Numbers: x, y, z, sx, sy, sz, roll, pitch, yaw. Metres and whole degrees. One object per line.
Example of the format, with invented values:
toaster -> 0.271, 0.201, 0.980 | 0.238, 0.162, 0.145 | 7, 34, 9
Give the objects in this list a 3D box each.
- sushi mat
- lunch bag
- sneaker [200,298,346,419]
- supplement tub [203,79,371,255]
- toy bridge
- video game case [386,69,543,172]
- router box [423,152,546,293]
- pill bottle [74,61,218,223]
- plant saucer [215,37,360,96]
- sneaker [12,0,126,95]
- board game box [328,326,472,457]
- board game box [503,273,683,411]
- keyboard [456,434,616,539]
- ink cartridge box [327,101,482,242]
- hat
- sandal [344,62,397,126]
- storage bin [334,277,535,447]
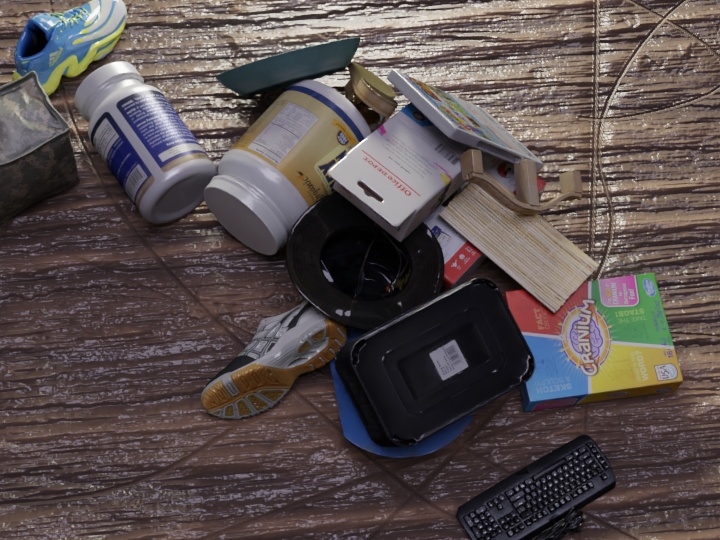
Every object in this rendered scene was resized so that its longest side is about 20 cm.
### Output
sushi mat -> 0.203, -0.040, 1.642 | 0.200, 0.012, 0.096 | 41, 70, 10
lunch bag -> -0.470, -0.137, 1.615 | 0.200, 0.164, 0.118 | -31, 77, -17
sneaker -> -0.114, 0.107, 1.587 | 0.200, 0.076, 0.088 | -31, 41, -7
supplement tub -> -0.093, -0.132, 1.646 | 0.144, 0.144, 0.200 | 35, 69, 12
toy bridge -> 0.213, -0.107, 1.638 | 0.200, 0.027, 0.067 | 8, 70, -36
video game case -> 0.138, -0.193, 1.660 | 0.018, 0.200, 0.143 | -54, 52, 18
router box -> 0.114, -0.093, 1.693 | 0.179, 0.049, 0.200 | 39, 69, 13
pill bottle -> -0.283, -0.169, 1.668 | 0.116, 0.116, 0.200 | -31, 71, -16
plant saucer -> -0.092, -0.266, 1.698 | 0.200, 0.200, 0.036 | -16, 96, -10
sneaker -> -0.394, -0.321, 1.735 | 0.076, 0.105, 0.200 | 34, 69, 11
board game box -> 0.046, 0.146, 1.588 | 0.158, 0.039, 0.200 | -9, 60, -6
board game box -> 0.292, 0.091, 1.625 | 0.200, 0.040, 0.153 | -7, 66, -7
keyboard -> 0.223, 0.279, 1.537 | 0.200, 0.040, 0.104 | -29, 70, -14
ink cartridge box -> 0.048, -0.118, 1.602 | 0.115, 0.068, 0.200 | 39, 50, 11
hat -> 0.000, 0.000, 1.607 | 0.200, 0.081, 0.201 | 5, 67, -12
sandal -> 0.001, -0.220, 1.695 | 0.078, 0.212, 0.070 | 33, 102, -12
storage bin -> 0.086, 0.109, 1.504 | 0.200, 0.094, 0.135 | -27, 89, -15
